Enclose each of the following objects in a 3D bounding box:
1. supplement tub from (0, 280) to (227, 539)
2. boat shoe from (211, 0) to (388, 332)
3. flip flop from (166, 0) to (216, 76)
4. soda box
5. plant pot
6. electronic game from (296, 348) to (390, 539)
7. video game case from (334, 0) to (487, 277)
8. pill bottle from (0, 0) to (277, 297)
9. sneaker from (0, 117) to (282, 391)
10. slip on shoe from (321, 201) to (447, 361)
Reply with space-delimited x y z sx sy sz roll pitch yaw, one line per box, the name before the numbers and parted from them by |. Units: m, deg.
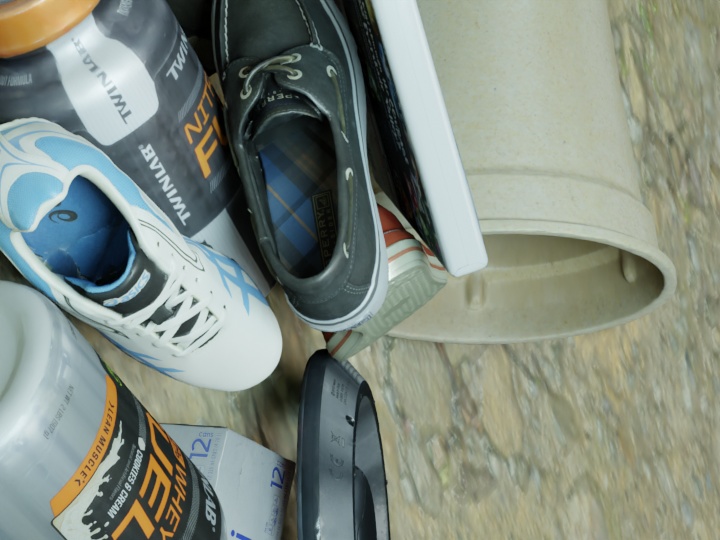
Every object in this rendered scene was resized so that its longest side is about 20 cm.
supplement tub | -0.142 0.107 1.353 0.200 0.122 0.123 53 50 -42
boat shoe | -0.031 -0.069 1.372 0.057 0.068 0.201 48 25 -64
flip flop | -0.124 -0.172 1.426 0.200 0.081 0.058 48 24 -39
soda box | -0.094 0.181 1.472 0.068 0.063 0.201 31 65 -53
plant pot | 0.071 -0.075 1.621 0.200 0.200 0.185 25 58 -52
electronic game | -0.012 0.142 1.552 0.200 0.041 0.201 -3 90 -83
video game case | 0.008 -0.114 1.412 0.182 0.023 0.201 -124 -163 -70
pill bottle | -0.118 -0.067 1.399 0.106 0.106 0.201 -59 135 -36
sneaker | -0.103 0.006 1.337 0.200 0.072 0.073 41 14 -41
slip on shoe | 0.000 0.000 1.474 0.061 0.074 0.200 53 -2 9
